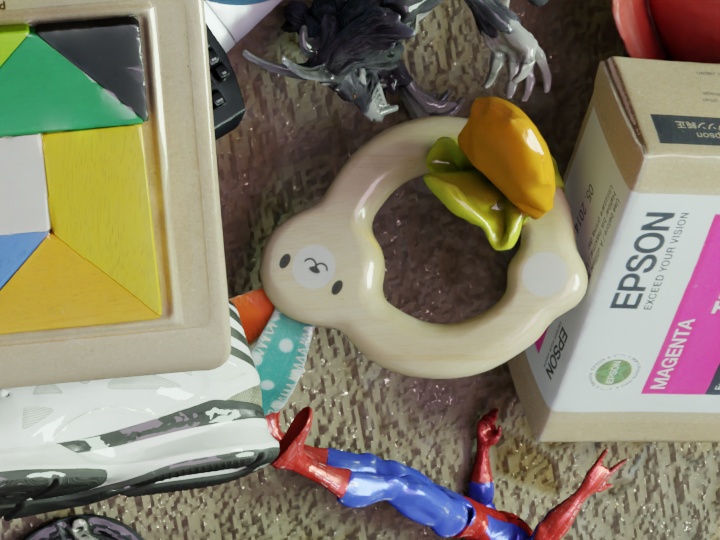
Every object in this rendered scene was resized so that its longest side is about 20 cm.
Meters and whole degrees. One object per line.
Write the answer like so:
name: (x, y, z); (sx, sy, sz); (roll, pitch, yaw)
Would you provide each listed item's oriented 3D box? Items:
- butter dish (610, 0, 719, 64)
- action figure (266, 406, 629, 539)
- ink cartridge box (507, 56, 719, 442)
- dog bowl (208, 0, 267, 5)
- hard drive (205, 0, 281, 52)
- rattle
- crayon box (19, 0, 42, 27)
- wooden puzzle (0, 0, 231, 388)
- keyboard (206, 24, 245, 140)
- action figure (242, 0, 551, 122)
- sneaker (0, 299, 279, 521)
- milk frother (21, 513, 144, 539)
butter dish: (0.249, -0.133, 1.383); (0.200, 0.148, 0.200); (-49, 141, -11)
action figure: (0.050, 0.097, 1.390); (0.200, 0.065, 0.099); (33, 93, -27)
ink cartridge box: (0.176, -0.005, 1.346); (0.164, 0.075, 0.200); (0, 135, -17)
dog bowl: (-0.063, -0.216, 1.259); (0.111, 0.050, 0.200); (-32, 110, -18)
hard drive: (-0.044, -0.212, 1.312); (0.200, 0.027, 0.132); (-45, 115, -13)
rattle: (0.000, 0.000, 1.266); (0.200, 0.143, 0.130); (-15, 97, 6)
crayon box: (-0.166, -0.201, 1.197); (0.052, 0.126, 0.200); (-19, 106, -22)
wooden puzzle: (-0.152, -0.037, 1.160); (0.185, 0.037, 0.200); (-5, 113, -5)
keyboard: (-0.132, -0.047, 1.235); (0.200, 0.040, 0.104); (-34, 94, -24)
action figure: (0.044, -0.121, 1.325); (0.200, 0.119, 0.102); (-34, 107, -24)
sneaker: (-0.141, 0.049, 1.262); (0.200, 0.076, 0.116); (-5, 74, -30)
milk frother: (-0.164, 0.175, 1.228); (0.200, 0.188, 0.181); (-39, 114, -16)
